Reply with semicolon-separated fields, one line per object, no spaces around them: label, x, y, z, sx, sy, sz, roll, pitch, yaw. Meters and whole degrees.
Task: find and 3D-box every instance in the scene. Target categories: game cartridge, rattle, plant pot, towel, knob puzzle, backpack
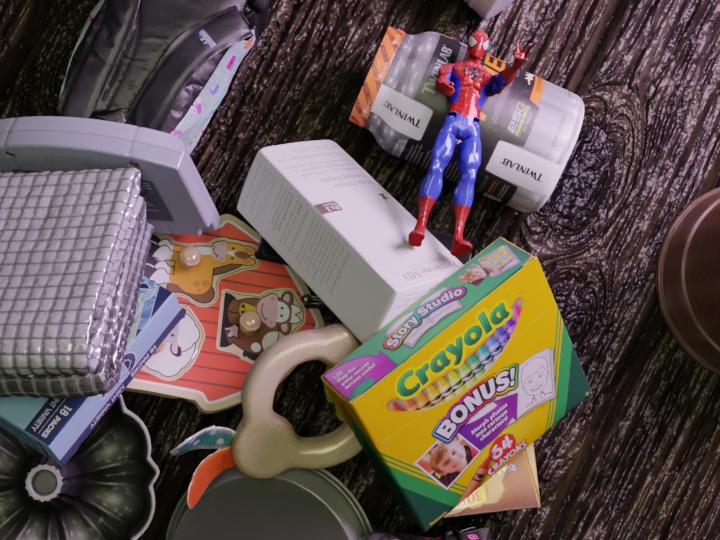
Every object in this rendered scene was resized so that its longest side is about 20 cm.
game cartridge;-0.234;-0.084;1.151;0.199;0.133;0.041;6;65;14
rattle;-0.079;0.117;1.165;0.200;0.143;0.130;-36;125;3
plant pot;0.398;0.002;1.197;0.199;0.198;0.201;1;84;-5
towel;-0.267;0.012;1.082;0.165;0.086;0.201;-2;53;14
knob puzzle;-0.127;0.034;1.195;0.219;0.030;0.220;8;63;-15
backpack;-0.187;-0.184;1.197;0.166;0.127;0.200;25;80;11

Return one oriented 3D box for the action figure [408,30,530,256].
action figure;0.091;-0.123;1.105;0.065;0.099;0.201;13;72;-6

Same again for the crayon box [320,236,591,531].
crayon box;0.088;0.098;1.119;0.200;0.058;0.173;-38;129;-12

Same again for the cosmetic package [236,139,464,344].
cosmetic package;-0.009;-0.028;1.157;0.101;0.074;0.200;-14;49;-45

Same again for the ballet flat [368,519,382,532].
ballet flat;-0.010;0.253;1.196;0.200;0.057;0.067;33;85;-1

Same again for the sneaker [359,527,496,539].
sneaker;0.073;0.254;1.152;0.200;0.084;0.077;11;45;-43

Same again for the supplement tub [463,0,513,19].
supplement tub;0.100;-0.356;1.244;0.132;0.132;0.200;-42;89;-9

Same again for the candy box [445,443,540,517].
candy box;0.097;0.127;1.223;0.115;0.055;0.201;-5;83;-6

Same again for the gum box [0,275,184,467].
gum box;-0.285;0.050;1.136;0.200;0.045;0.170;28;65;21

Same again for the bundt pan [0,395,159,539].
bundt pan;-0.279;0.188;1.168;0.201;0.076;0.203;1;84;-5

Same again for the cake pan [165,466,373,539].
cake pan;-0.085;0.266;1.170;0.199;0.037;0.201;1;93;10

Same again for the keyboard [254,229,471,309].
keyboard;0.000;0.000;1.213;0.199;0.021;0.127;12;51;6

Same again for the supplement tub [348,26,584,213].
supplement tub;0.098;-0.145;1.222;0.199;0.123;0.123;23;82;-3
